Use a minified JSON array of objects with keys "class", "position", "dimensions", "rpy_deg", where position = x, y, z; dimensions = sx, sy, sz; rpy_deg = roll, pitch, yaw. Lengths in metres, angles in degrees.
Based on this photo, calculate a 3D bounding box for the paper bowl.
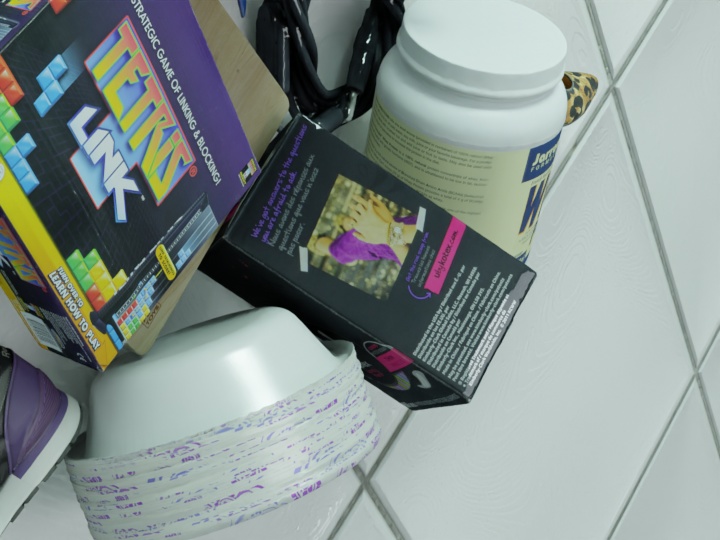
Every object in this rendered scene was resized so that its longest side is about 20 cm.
[{"class":"paper bowl","position":[-0.094,0.092,0.929],"dimensions":[0.200,0.200,0.105],"rpy_deg":[-26,101,-47]}]

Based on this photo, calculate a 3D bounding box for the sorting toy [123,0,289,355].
[{"class":"sorting toy","position":[-0.155,-0.086,0.880],"dimensions":[0.201,0.069,0.199],"rpy_deg":[-61,145,-18]}]

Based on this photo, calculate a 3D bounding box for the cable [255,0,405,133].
[{"class":"cable","position":[-0.013,-0.199,1.056],"dimensions":[0.163,0.051,0.201],"rpy_deg":[-24,120,-48]}]

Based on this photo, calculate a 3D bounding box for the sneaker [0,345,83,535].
[{"class":"sneaker","position":[-0.254,0.134,0.846],"dimensions":[0.088,0.075,0.201],"rpy_deg":[47,59,-34]}]

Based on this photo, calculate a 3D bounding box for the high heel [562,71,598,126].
[{"class":"high heel","position":[0.155,-0.198,1.267],"dimensions":[0.199,0.071,0.143],"rpy_deg":[-17,122,-41]}]

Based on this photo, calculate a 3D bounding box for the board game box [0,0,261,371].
[{"class":"board game box","position":[-0.146,-0.072,0.780],"dimensions":[0.166,0.056,0.201],"rpy_deg":[-54,144,-27]}]

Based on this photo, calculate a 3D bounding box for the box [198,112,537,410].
[{"class":"box","position":[0.000,0.000,0.999],"dimensions":[0.199,0.122,0.106],"rpy_deg":[34,74,-9]}]

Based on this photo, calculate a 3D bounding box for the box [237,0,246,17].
[{"class":"box","position":[-0.046,-0.269,0.914],"dimensions":[0.122,0.047,0.201],"rpy_deg":[118,-22,-85]}]

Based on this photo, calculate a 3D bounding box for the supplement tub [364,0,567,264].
[{"class":"supplement tub","position":[0.076,-0.093,1.099],"dimensions":[0.145,0.145,0.201],"rpy_deg":[-33,144,-43]}]
